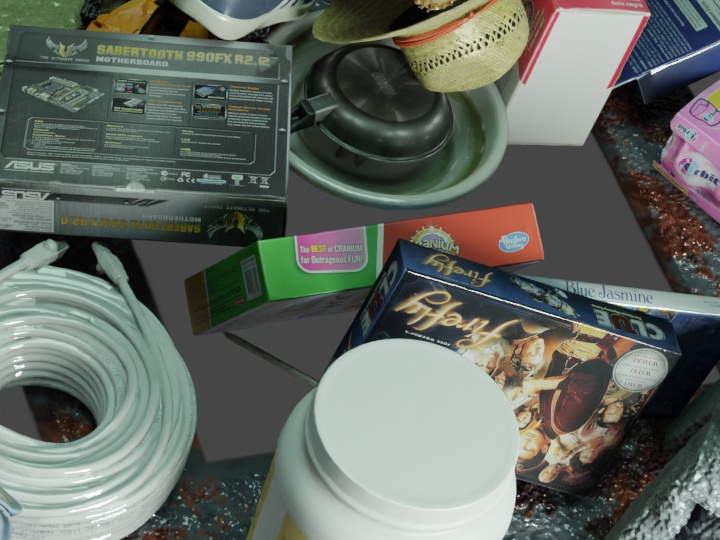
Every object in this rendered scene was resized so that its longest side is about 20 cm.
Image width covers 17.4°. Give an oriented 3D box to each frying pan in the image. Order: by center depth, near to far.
[{"bbox_3d":[-0.021,-0.128,1.695,0.189,0.031,0.115,5,48,-18],"label":"frying pan"}]

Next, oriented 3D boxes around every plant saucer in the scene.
[{"bbox_3d":[0.009,-0.109,1.738,0.199,0.050,0.201,8,49,-9],"label":"plant saucer"}]

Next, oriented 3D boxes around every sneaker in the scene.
[{"bbox_3d":[-0.060,-0.226,1.672,0.075,0.085,0.200,34,25,2],"label":"sneaker"}]

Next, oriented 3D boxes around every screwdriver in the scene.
[{"bbox_3d":[-0.007,0.091,1.570,0.199,0.028,0.029,27,19,3],"label":"screwdriver"}]

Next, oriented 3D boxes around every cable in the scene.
[{"bbox_3d":[-0.204,0.087,1.489,0.199,0.069,0.200,-22,60,-31],"label":"cable"}]

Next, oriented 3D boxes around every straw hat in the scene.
[{"bbox_3d":[0.073,-0.177,1.688,0.200,0.085,0.201,-22,22,9],"label":"straw hat"}]

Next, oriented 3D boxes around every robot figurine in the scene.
[{"bbox_3d":[-0.152,-0.151,1.698,0.145,0.058,0.200,26,57,10],"label":"robot figurine"}]

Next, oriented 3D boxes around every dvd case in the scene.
[{"bbox_3d":[0.142,0.051,1.576,0.199,0.143,0.018,6,58,-12],"label":"dvd case"}]

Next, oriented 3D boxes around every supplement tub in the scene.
[{"bbox_3d":[0.010,0.150,1.408,0.145,0.200,0.146,9,48,-10],"label":"supplement tub"}]

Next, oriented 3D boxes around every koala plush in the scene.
[{"bbox_3d":[0.293,0.165,1.519,0.200,0.184,0.177,38,49,1],"label":"koala plush"}]

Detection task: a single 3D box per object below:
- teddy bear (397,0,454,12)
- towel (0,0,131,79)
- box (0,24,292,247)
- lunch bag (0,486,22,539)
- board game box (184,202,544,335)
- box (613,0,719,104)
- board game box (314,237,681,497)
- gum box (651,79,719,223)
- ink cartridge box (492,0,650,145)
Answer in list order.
[{"bbox_3d":[0.044,-0.232,1.638,0.145,0.067,0.200,-23,22,1],"label":"teddy bear"},{"bbox_3d":[-0.262,-0.205,1.748,0.148,0.037,0.200,38,50,17],"label":"towel"},{"bbox_3d":[-0.146,-0.091,1.578,0.199,0.048,0.159,4,45,-4],"label":"box"},{"bbox_3d":[-0.286,0.133,1.332,0.169,0.200,0.127,36,50,16],"label":"lunch bag"},{"bbox_3d":[0.000,0.000,1.573,0.199,0.153,0.041,-9,84,-24],"label":"board game box"},{"bbox_3d":[0.260,-0.198,1.849,0.199,0.032,0.121,-23,38,0],"label":"box"},{"bbox_3d":[0.088,0.066,1.518,0.199,0.136,0.035,17,34,-19],"label":"board game box"},{"bbox_3d":[0.327,-0.105,1.821,0.113,0.066,0.200,40,51,17],"label":"gum box"},{"bbox_3d":[0.132,-0.217,1.805,0.084,0.145,0.201,0,50,-23],"label":"ink cartridge box"}]
